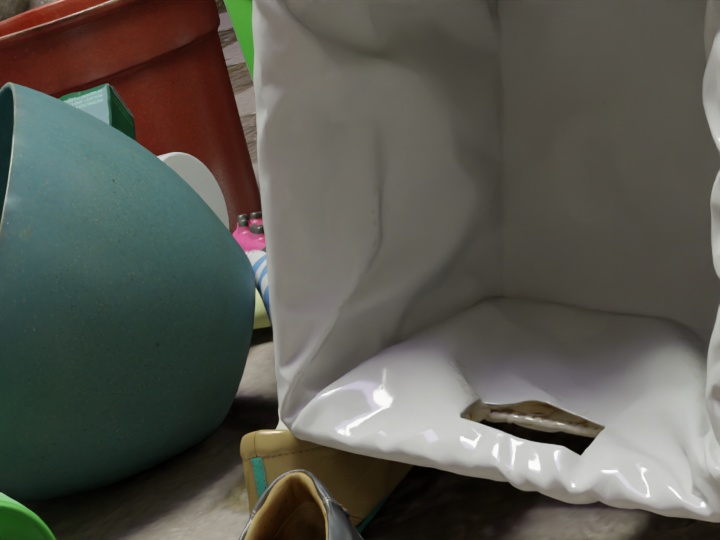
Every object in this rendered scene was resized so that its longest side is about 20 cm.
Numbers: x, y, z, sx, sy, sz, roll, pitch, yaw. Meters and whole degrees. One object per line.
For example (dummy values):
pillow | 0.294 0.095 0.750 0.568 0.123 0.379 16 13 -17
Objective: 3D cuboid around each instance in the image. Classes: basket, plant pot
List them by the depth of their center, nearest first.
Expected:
basket | 0.084 -0.034 0.640 0.198 0.200 0.161 7 15 36
plant pot | -0.129 0.023 0.835 0.135 0.200 0.200 13 5 -19
plant pot | -0.171 -0.105 1.263 0.201 0.195 0.201 -17 15 5

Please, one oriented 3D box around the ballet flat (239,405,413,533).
ballet flat | 0.012 0.051 0.743 0.069 0.063 0.200 -13 16 30

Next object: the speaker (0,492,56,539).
speaker | -0.207 0.125 0.706 0.200 0.088 0.088 -4 21 45

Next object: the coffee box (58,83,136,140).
coffee box | -0.192 -0.010 1.032 0.123 0.044 0.200 -17 55 10

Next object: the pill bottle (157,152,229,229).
pill bottle | -0.192 -0.019 1.145 0.200 0.113 0.113 -11 17 31

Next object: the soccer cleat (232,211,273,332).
soccer cleat | -0.026 0.014 0.882 0.070 0.086 0.200 -10 9 -6

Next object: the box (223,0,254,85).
box | 0.002 -0.116 1.082 0.097 0.200 0.176 -17 16 10

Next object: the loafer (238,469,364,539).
loafer | -0.036 0.130 0.504 0.073 0.072 0.200 -14 16 14

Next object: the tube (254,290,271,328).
tube | 0.000 0.000 0.981 0.200 0.052 0.058 -15 -26 26
